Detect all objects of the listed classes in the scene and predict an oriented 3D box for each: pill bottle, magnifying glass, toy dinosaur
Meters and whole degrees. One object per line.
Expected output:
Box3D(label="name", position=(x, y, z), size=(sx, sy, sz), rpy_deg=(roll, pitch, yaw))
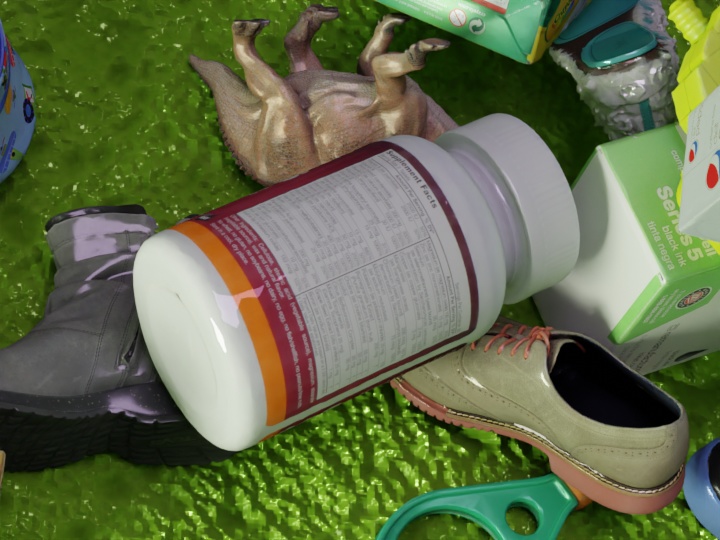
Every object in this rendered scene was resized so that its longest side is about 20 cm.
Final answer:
Box3D(label="pill bottle", position=(0.000, 0.000, 1.040), size=(0.199, 0.110, 0.110), rpy_deg=(-24, 70, -24))
Box3D(label="magnifying glass", position=(0.088, 0.125, 1.108), size=(0.199, 0.022, 0.080), rpy_deg=(-31, 73, -23))
Box3D(label="toy dinosaur", position=(-0.010, -0.067, 1.156), size=(0.199, 0.137, 0.086), rpy_deg=(8, 17, 15))

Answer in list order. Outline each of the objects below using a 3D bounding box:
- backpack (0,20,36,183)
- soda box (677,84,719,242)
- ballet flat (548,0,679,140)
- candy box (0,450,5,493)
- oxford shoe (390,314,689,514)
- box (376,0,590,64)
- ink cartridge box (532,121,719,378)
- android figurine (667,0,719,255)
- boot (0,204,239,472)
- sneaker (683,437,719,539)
Box3D(label="backpack", position=(-0.260, -0.097, 1.080), size=(0.183, 0.135, 0.200), rpy_deg=(45, 60, 11))
Box3D(label="soda box", position=(0.251, -0.034, 0.993), size=(0.199, 0.068, 0.064), rpy_deg=(14, 69, -12))
Box3D(label="ballet flat", position=(0.142, -0.111, 1.189), size=(0.071, 0.072, 0.200), rpy_deg=(17, 21, -3))
Box3D(label="candy box", position=(-0.266, 0.112, 0.978), size=(0.198, 0.117, 0.057), rpy_deg=(11, 61, -6))
Box3D(label="oxford shoe", position=(0.082, 0.045, 1.104), size=(0.199, 0.075, 0.071), rpy_deg=(26, 53, 16))
Box3D(label="box", position=(0.085, -0.190, 1.210), size=(0.117, 0.049, 0.200), rpy_deg=(24, 33, 13))
Box3D(label="ink cartridge box", position=(0.204, -0.024, 1.137), size=(0.199, 0.146, 0.084), rpy_deg=(-16, 69, -20))
Box3D(label="android figurine", position=(0.232, -0.067, 1.058), size=(0.182, 0.041, 0.200), rpy_deg=(-38, 84, -24))
Box3D(label="boot", position=(-0.150, 0.029, 1.084), size=(0.199, 0.068, 0.131), rpy_deg=(3, 57, -20))
Box3D(label="sneaker", position=(0.268, 0.130, 1.111), size=(0.199, 0.078, 0.070), rpy_deg=(23, 60, -1))
